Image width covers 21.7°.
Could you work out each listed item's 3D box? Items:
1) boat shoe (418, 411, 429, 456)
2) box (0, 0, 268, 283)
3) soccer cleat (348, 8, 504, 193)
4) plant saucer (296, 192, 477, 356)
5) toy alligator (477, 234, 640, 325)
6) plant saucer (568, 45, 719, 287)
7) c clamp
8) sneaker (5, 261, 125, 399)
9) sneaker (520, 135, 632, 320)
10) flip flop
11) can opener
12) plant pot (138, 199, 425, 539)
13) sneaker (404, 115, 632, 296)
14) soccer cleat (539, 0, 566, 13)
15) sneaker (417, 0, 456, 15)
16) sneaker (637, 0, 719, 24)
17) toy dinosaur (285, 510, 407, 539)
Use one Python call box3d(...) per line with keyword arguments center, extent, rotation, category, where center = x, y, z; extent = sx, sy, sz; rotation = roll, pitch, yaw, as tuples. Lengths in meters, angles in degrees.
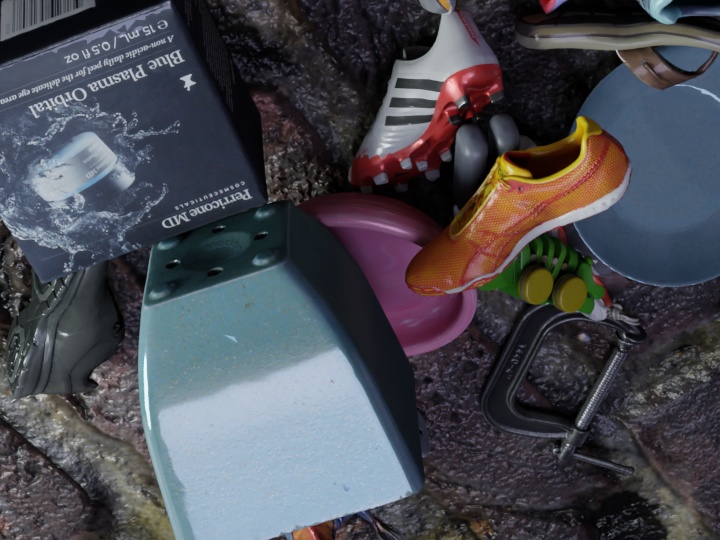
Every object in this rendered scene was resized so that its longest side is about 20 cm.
box3d(center=(-0.002, 0.137, 1.662), extent=(0.070, 0.073, 0.200), rotation=(-21, 150, 15), category="boat shoe")
box3d(center=(-0.195, -0.124, 1.418), extent=(0.195, 0.118, 0.201), rotation=(-19, 131, 7), category="box")
box3d(center=(0.045, -0.129, 1.487), extent=(0.068, 0.086, 0.200), rotation=(-6, 157, -31), category="soccer cleat")
box3d(center=(0.000, 0.000, 1.561), extent=(0.199, 0.051, 0.201), rotation=(6, 144, 4), category="plant saucer")
box3d(center=(0.163, 0.002, 1.524), extent=(0.199, 0.059, 0.055), rotation=(13, 97, -39), category="toy alligator")
box3d(center=(0.257, -0.088, 1.538), extent=(0.199, 0.039, 0.203), rotation=(-2, 104, -9), category="plant saucer")
box3d(center=(0.200, 0.101, 1.725), extent=(0.169, 0.027, 0.201), rotation=(9, 129, -9), category="c clamp")
box3d(center=(-0.235, 0.030, 1.577), extent=(0.090, 0.076, 0.201), rotation=(6, 136, -25), category="sneaker")
box3d(center=(0.179, -0.050, 1.581), extent=(0.082, 0.077, 0.201), rotation=(-40, 130, -11), category="sneaker")
box3d(center=(0.217, -0.170, 1.459), extent=(0.198, 0.081, 0.058), rotation=(2, 109, -3), category="flip flop")
box3d(center=(0.105, -0.051, 1.507), extent=(0.053, 0.067, 0.200), rotation=(-17, 158, -6), category="can opener")
box3d(center=(-0.076, 0.066, 1.443), extent=(0.195, 0.196, 0.201), rotation=(-17, 115, 7), category="plant pot")
box3d(center=(0.110, -0.051, 1.433), extent=(0.199, 0.073, 0.077), rotation=(-35, 119, 17), category="sneaker")
box3d(center=(0.096, -0.259, 1.384), extent=(0.199, 0.067, 0.077), rotation=(26, 119, -30), category="soccer cleat")
box3d(center=(0.006, -0.262, 1.370), extent=(0.077, 0.079, 0.200), rotation=(-22, 127, 27), category="sneaker")
box3d(center=(0.302, -0.226, 1.428), extent=(0.198, 0.087, 0.078), rotation=(-14, 130, 2), category="sneaker")
box3d(center=(-0.059, 0.217, 1.675), extent=(0.105, 0.182, 0.200), rotation=(-36, 125, 21), category="toy dinosaur")
